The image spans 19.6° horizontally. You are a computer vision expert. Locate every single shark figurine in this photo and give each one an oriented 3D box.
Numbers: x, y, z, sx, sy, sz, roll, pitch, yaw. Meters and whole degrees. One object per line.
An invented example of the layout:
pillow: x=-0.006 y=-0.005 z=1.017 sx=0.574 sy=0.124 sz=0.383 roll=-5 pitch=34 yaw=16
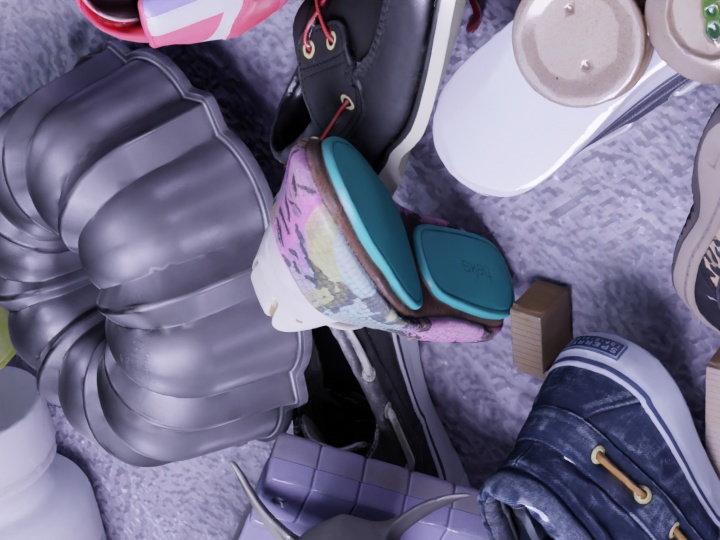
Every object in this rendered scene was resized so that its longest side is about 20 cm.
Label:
shark figurine: x=0.013 y=0.124 z=0.838 sx=0.128 sy=0.089 sz=0.214 roll=62 pitch=176 yaw=-8

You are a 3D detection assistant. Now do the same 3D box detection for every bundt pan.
bundt pan: x=-0.112 y=0.001 z=0.951 sx=0.202 sy=0.076 sz=0.202 roll=37 pitch=139 yaw=40

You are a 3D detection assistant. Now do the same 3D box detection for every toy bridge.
toy bridge: x=0.156 y=0.060 z=0.867 sx=0.200 sy=0.027 sz=0.067 roll=16 pitch=129 yaw=28

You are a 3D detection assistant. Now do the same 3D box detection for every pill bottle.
pill bottle: x=-0.194 y=0.159 z=1.133 sx=0.114 sy=0.114 sz=0.200 roll=8 pitch=123 yaw=33

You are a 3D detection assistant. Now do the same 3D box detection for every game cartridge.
game cartridge: x=-0.002 y=0.154 z=0.983 sx=0.129 sy=0.038 sz=0.200 roll=20 pitch=142 yaw=-2

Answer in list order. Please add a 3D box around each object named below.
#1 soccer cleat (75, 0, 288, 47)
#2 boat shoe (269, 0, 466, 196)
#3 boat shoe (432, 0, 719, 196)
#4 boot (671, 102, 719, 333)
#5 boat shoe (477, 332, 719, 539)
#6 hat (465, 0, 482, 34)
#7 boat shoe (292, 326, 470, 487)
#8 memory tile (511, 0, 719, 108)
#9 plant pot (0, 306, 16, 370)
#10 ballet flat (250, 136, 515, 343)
soccer cleat: x=-0.100 y=-0.131 z=0.863 sx=0.200 sy=0.076 sz=0.067 roll=24 pitch=135 yaw=53
boat shoe: x=0.003 y=-0.084 z=0.806 sx=0.063 sy=0.074 sz=0.201 roll=18 pitch=160 yaw=-4
boat shoe: x=0.114 y=-0.099 z=0.766 sx=0.200 sy=0.068 sz=0.072 roll=-42 pitch=83 yaw=26
boot: x=0.184 y=0.017 z=0.718 sx=0.151 sy=0.073 sz=0.200 roll=48 pitch=168 yaw=23
boat shoe: x=0.115 y=0.125 z=0.869 sx=0.071 sy=0.091 sz=0.200 roll=6 pitch=138 yaw=48
hat: x=-0.014 y=-0.164 z=0.733 sx=0.166 sy=0.200 sz=0.176 roll=-19 pitch=93 yaw=53
boat shoe: x=-0.003 y=0.075 z=0.969 sx=0.071 sy=0.064 sz=0.200 roll=3 pitch=120 yaw=36
memory tile: x=0.108 y=-0.161 z=0.707 sx=0.153 sy=0.017 sz=0.201 roll=-7 pitch=99 yaw=26
plant pot: x=-0.263 y=-0.019 z=1.030 sx=0.200 sy=0.201 sz=0.193 roll=-15 pitch=121 yaw=42
ballet flat: x=0.000 y=0.000 z=0.836 sx=0.071 sy=0.200 sz=0.069 roll=-21 pitch=72 yaw=18
